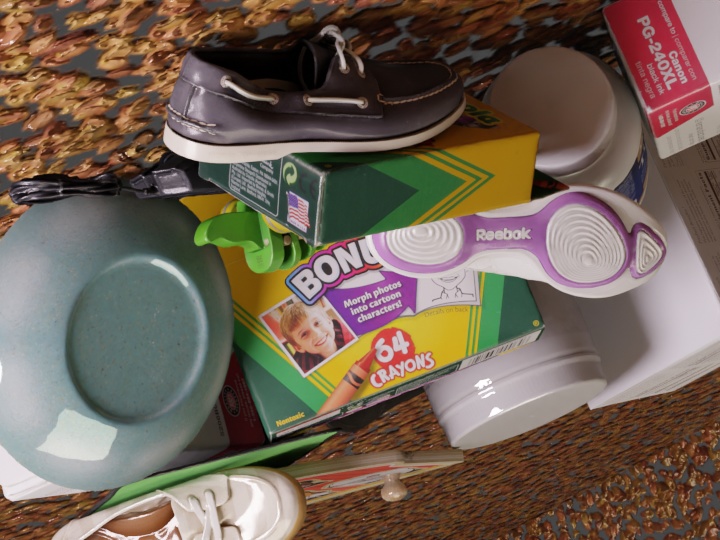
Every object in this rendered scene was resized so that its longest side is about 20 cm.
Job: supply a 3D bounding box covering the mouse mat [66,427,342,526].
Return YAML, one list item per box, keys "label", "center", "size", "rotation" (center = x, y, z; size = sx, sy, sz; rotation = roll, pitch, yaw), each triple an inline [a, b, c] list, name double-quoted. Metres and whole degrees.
- label: "mouse mat"
  center: [-0.112, 0.147, 1.618]
  size: [0.161, 0.008, 0.200]
  rotation: [-13, 168, -23]

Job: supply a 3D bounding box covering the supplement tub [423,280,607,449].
- label: "supplement tub"
  center: [0.088, 0.018, 1.720]
  size: [0.132, 0.200, 0.132]
  rotation: [-21, 167, -5]

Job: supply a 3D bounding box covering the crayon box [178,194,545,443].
- label: "crayon box"
  center: [0.000, 0.000, 1.571]
  size: [0.200, 0.173, 0.058]
  rotation: [-21, 170, -6]

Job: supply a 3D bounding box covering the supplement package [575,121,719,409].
- label: "supplement package"
  center: [0.224, -0.017, 1.795]
  size: [0.111, 0.200, 0.156]
  rotation: [-8, 160, -46]

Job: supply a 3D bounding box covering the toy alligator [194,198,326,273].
- label: "toy alligator"
  center: [-0.026, -0.045, 1.497]
  size: [0.200, 0.054, 0.059]
  rotation: [-33, -168, -39]

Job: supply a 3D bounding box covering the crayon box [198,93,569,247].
- label: "crayon box"
  center: [0.018, -0.075, 1.422]
  size: [0.200, 0.127, 0.051]
  rotation: [-12, 119, -36]

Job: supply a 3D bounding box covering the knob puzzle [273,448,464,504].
- label: "knob puzzle"
  center: [-0.048, 0.165, 1.672]
  size: [0.219, 0.031, 0.220]
  rotation: [-10, 170, -2]

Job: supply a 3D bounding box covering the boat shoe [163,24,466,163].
- label: "boat shoe"
  center: [-0.020, -0.108, 1.346]
  size: [0.200, 0.073, 0.063]
  rotation: [-10, 121, -30]

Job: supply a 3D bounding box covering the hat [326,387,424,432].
- label: "hat"
  center: [0.013, 0.031, 1.870]
  size: [0.201, 0.081, 0.201]
  rotation: [-36, 148, -28]

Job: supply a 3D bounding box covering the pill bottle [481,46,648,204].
- label: "pill bottle"
  center: [0.139, -0.088, 1.584]
  size: [0.111, 0.111, 0.200]
  rotation: [-23, 167, 4]

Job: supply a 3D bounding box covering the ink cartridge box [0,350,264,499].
- label: "ink cartridge box"
  center: [-0.171, 0.070, 1.591]
  size: [0.083, 0.145, 0.200]
  rotation: [-23, 168, 29]

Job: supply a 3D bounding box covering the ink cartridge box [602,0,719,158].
- label: "ink cartridge box"
  center: [0.274, -0.165, 1.557]
  size: [0.200, 0.083, 0.145]
  rotation: [-24, 166, 6]

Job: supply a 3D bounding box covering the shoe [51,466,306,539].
- label: "shoe"
  center: [-0.130, 0.182, 1.561]
  size: [0.200, 0.070, 0.053]
  rotation: [-18, 178, 21]

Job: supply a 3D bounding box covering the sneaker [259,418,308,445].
- label: "sneaker"
  center: [-0.044, 0.057, 1.744]
  size: [0.076, 0.200, 0.092]
  rotation: [19, -169, 21]

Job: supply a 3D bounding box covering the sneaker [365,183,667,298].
- label: "sneaker"
  center: [0.099, -0.034, 1.499]
  size: [0.200, 0.075, 0.100]
  rotation: [7, -163, -9]

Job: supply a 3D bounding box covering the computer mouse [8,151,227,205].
- label: "computer mouse"
  center: [-0.137, -0.061, 1.414]
  size: [0.059, 0.034, 0.200]
  rotation: [-5, -179, 36]

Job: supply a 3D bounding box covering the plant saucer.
- label: "plant saucer"
  center: [-0.150, 0.042, 1.456]
  size: [0.201, 0.201, 0.039]
  rotation: [-11, -169, -39]
